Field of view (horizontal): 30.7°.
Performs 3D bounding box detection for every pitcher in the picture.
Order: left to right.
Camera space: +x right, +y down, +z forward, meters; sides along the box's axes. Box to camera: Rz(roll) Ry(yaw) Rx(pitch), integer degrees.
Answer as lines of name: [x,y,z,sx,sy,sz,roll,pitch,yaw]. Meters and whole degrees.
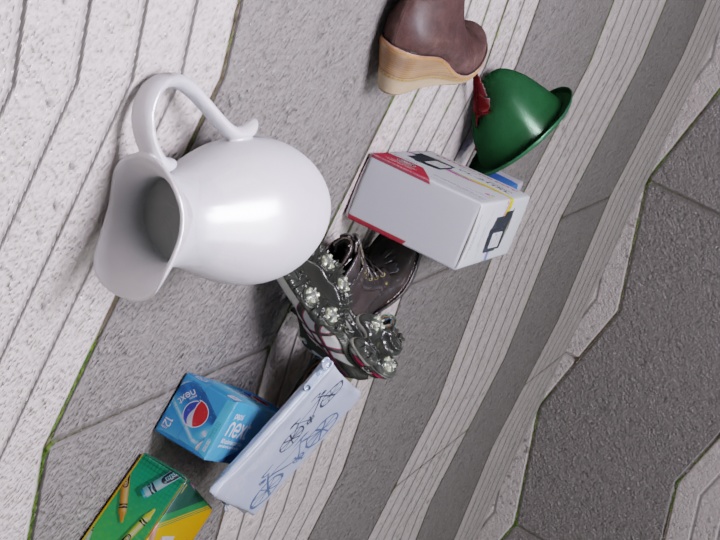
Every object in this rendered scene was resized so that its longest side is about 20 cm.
pitcher: [-0.111,-0.070,1.039,0.200,0.121,0.172,-10,112,-54]

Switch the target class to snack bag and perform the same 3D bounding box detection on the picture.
snack bag: [-0.081,0.179,1.382,0.189,0.021,0.200,-47,163,-5]

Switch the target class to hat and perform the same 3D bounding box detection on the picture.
hat: [0.158,-0.238,1.668,0.200,0.176,0.166,-20,-151,55]

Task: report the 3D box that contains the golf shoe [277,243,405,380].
golf shoe: [-0.042,0.048,1.366,0.200,0.088,0.077,51,43,-25]

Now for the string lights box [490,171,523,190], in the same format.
string lights box: [0.155,-0.077,1.828,0.200,0.059,0.103,-23,138,-63]

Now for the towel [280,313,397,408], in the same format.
towel: [-0.042,0.139,1.562,0.147,0.022,0.200,-27,157,-47]

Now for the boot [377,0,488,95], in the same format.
boot: [0.096,-0.274,1.346,0.200,0.072,0.166,-33,149,-50]

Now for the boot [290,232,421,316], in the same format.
boot: [0.000,0.000,1.499,0.200,0.069,0.174,-54,162,-15]

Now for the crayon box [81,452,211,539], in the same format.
crayon box: [-0.236,0.291,1.297,0.200,0.058,0.119,-56,161,-17]

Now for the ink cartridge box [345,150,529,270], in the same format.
ink cartridge box: [0.094,-0.075,1.522,0.200,0.146,0.083,-16,129,-67]

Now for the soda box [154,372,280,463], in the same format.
soda box: [-0.137,0.160,1.369,0.068,0.064,0.200,-61,162,-3]
